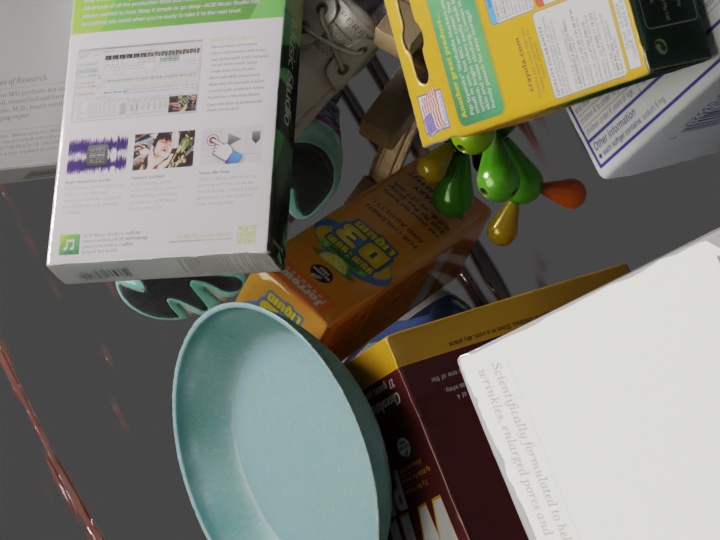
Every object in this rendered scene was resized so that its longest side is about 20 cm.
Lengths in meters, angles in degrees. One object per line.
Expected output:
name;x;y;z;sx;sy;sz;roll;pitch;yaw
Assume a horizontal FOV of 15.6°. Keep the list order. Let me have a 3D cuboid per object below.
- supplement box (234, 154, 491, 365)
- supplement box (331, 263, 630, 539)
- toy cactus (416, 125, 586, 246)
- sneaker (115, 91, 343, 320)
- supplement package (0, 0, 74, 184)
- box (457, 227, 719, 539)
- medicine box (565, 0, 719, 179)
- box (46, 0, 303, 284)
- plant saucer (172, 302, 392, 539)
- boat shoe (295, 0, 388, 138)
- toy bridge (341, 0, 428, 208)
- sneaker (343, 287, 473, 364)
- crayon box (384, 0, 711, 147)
supplement box;0.000;0.000;1.655;0.066;0.200;0.069;40;130;12
supplement box;0.093;0.130;1.587;0.133;0.197;0.201;-35;75;52
toy cactus;0.087;-0.118;1.610;0.200;0.102;0.166;101;164;-59
sneaker;-0.082;-0.055;1.824;0.200;0.140;0.078;-35;111;24
supplement package;-0.211;-0.164;1.722;0.117;0.117;0.201;169;93;-78
box;0.193;0.094;1.438;0.199;0.131;0.200;-26;79;24
medicine box;0.173;-0.185;1.452;0.182;0.103;0.201;-44;66;50
box;-0.111;-0.093;1.604;0.143;0.036;0.201;-3;69;16
plant saucer;-0.040;0.112;1.558;0.200;0.036;0.201;26;124;45
boat shoe;-0.018;-0.156;1.649;0.071;0.200;0.069;41;161;-22
toy bridge;0.025;-0.109;1.698;0.027;0.067;0.200;28;144;12
sneaker;-0.009;0.072;1.723;0.082;0.199;0.074;56;163;37
crayon box;0.094;-0.150;1.439;0.200;0.051;0.126;-16;89;53
